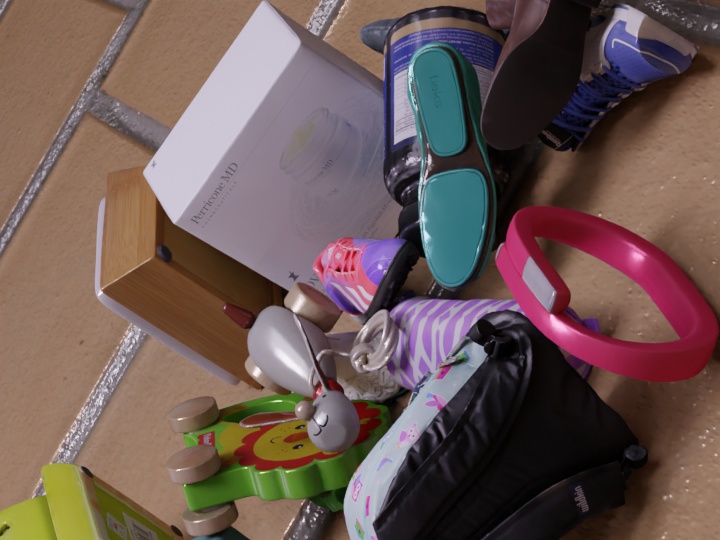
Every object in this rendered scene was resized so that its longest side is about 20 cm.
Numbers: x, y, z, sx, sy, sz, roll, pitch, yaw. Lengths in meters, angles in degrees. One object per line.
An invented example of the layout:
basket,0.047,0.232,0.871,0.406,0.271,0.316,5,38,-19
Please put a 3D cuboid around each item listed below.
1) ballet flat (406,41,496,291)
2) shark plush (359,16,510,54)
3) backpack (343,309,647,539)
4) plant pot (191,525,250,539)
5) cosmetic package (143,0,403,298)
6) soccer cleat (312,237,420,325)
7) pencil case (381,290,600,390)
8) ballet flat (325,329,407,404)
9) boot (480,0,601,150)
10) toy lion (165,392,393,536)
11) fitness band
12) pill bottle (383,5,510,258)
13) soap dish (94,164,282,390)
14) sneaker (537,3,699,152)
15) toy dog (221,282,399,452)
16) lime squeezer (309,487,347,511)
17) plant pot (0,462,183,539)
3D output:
ballet flat,0.081,-0.086,1.682,0.067,0.070,0.202,-6,92,22
shark plush,0.080,-0.206,1.906,0.091,0.083,0.200,-62,30,-5
backpack,0.083,0.148,1.483,0.200,0.167,0.127,-47,6,-14
plant pot,-0.130,0.322,1.705,0.141,0.141,0.201,-30,31,41
cosmetic package,-0.056,-0.101,1.902,0.200,0.199,0.123,-54,30,10
soccer cleat,0.000,0.000,1.780,0.068,0.073,0.200,-55,1,-10
pencil case,0.098,0.061,1.650,0.199,0.085,0.085,4,105,58
ballet flat,-0.028,0.084,1.832,0.199,0.071,0.072,-9,56,53
boot,0.130,-0.197,1.716,0.187,0.064,0.200,-60,19,3
toy lion,-0.066,0.149,1.761,0.190,0.069,0.200,-16,16,-1
fitness band,0.178,0.016,1.501,0.200,0.142,0.038,-115,41,-56
pill bottle,0.074,-0.117,1.793,0.111,0.111,0.202,-25,56,44
soap dish,-0.157,0.002,1.967,0.081,0.199,0.158,-37,36,28
sneaker,0.193,-0.152,1.704,0.116,0.080,0.199,-66,23,-4
toy dog,-0.061,0.073,1.721,0.200,0.096,0.133,13,80,66
lime squeezer,-0.006,0.176,1.757,0.070,0.038,0.199,-34,21,-23
plant pot,-0.250,0.304,1.851,0.182,0.199,0.200,-46,31,9
